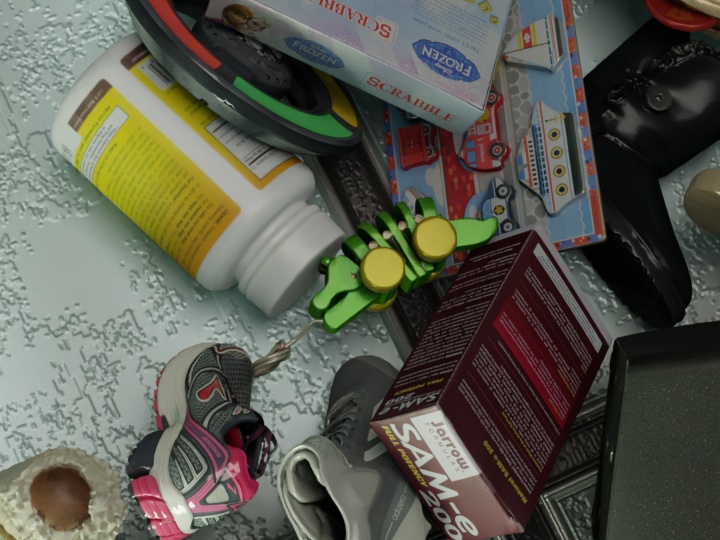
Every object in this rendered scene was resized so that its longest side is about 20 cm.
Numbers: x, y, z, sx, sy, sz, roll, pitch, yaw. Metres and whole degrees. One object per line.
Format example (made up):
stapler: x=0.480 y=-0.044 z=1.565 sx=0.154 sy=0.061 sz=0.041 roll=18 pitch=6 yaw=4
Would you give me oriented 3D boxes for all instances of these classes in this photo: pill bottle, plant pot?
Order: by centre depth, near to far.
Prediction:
plant pot: x=0.246 y=0.125 z=1.334 sx=0.176 sy=0.200 sz=0.201 roll=7 pitch=95 yaw=4
pill bottle: x=-0.108 y=-0.063 z=1.407 sx=0.200 sy=0.109 sz=0.109 roll=43 pitch=69 yaw=8

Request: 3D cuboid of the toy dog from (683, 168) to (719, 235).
toy dog: x=0.324 y=-0.034 z=1.442 sx=0.199 sy=0.096 sz=0.132 roll=25 pitch=68 yaw=-26

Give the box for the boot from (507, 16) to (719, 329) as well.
boot: x=0.222 y=-0.078 z=1.485 sx=0.168 sy=0.076 sz=0.200 roll=-32 pitch=72 yaw=-15

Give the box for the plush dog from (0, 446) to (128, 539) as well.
plush dog: x=-0.202 y=0.216 z=1.294 sx=0.200 sy=0.160 sz=0.172 roll=-37 pitch=97 yaw=-1

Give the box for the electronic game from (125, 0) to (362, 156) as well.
electronic game: x=-0.080 y=-0.148 z=1.416 sx=0.200 sy=0.200 sz=0.042 roll=43 pitch=109 yaw=7

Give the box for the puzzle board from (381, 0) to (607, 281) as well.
puzzle board: x=0.088 y=-0.100 z=1.463 sx=0.150 sy=0.017 sz=0.201 roll=-13 pitch=70 yaw=20

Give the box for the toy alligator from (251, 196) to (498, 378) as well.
toy alligator: x=0.000 y=0.000 z=1.380 sx=0.199 sy=0.059 sz=0.054 roll=-30 pitch=78 yaw=-14

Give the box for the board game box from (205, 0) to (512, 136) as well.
board game box: x=0.012 y=-0.220 z=1.431 sx=0.199 sy=0.041 sz=0.200 roll=25 pitch=59 yaw=-13

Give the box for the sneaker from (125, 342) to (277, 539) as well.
sneaker: x=-0.089 y=0.107 z=1.321 sx=0.074 sy=0.200 sz=0.081 roll=-21 pitch=113 yaw=14

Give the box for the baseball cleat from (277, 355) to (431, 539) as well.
baseball cleat: x=-0.007 y=0.114 z=1.334 sx=0.106 sy=0.070 sz=0.200 roll=32 pitch=26 yaw=-32

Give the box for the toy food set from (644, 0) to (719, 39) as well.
toy food set: x=0.259 y=-0.240 z=1.538 sx=0.199 sy=0.049 sz=0.199 roll=13 pitch=43 yaw=-16

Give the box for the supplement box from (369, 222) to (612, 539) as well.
supplement box: x=0.090 y=0.072 z=1.355 sx=0.109 sy=0.061 sz=0.200 roll=56 pitch=39 yaw=-20
